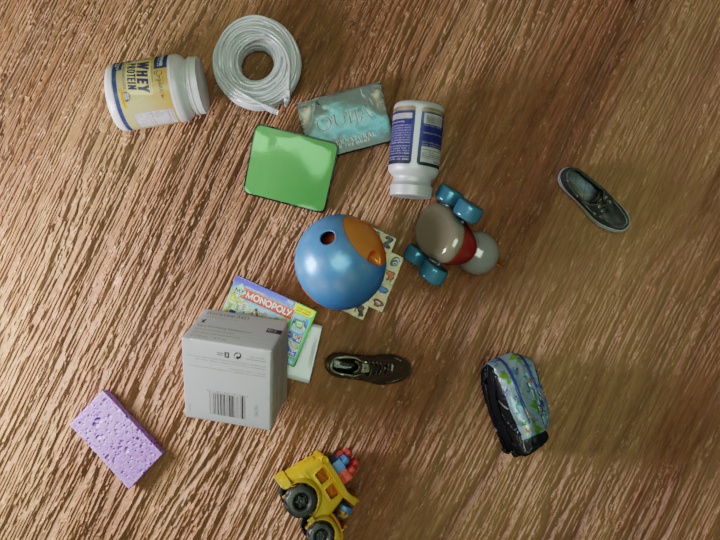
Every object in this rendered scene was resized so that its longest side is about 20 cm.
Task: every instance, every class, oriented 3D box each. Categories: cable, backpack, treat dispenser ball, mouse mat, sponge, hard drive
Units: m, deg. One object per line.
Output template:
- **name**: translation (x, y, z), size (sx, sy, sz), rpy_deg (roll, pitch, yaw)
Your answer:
- **cable**: translation (-0.229, -0.460, 1.610), size (0.197, 0.069, 0.203), rpy_deg (18, 90, 1)
- **backpack**: translation (0.336, 0.284, 1.578), size (0.152, 0.163, 0.202), rpy_deg (-32, 83, -8)
- **treat dispenser ball**: translation (-0.042, -0.018, 1.538), size (0.197, 0.201, 0.205), rpy_deg (0, 90, 0)
- **mouse mat**: translation (-0.158, -0.229, 1.623), size (0.197, 0.008, 0.164), rpy_deg (15, 102, 3)
- **sponge**: translation (-0.550, 0.382, 1.634), size (0.111, 0.030, 0.200), rpy_deg (-43, 90, 0)
- **hard drive**: translation (-0.196, 0.166, 1.633), size (0.197, 0.026, 0.134), rpy_deg (14, 90, 0)

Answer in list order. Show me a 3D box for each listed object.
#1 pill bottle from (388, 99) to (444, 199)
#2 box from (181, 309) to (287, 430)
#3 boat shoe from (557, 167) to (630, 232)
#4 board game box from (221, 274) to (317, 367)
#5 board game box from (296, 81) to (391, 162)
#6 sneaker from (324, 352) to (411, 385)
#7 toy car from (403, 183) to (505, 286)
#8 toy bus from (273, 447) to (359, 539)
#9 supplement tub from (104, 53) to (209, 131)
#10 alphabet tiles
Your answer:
- **pill bottle**: translation (0.120, -0.262, 1.585), size (0.114, 0.116, 0.204), rpy_deg (6, 90, 0)
- **box**: translation (-0.264, 0.210, 1.541), size (0.195, 0.131, 0.203), rpy_deg (7, 115, 7)
- **boat shoe**: translation (0.525, -0.157, 1.614), size (0.199, 0.057, 0.069), rpy_deg (39, 90, 0)
- **board game box**: translation (-0.211, 0.112, 1.606), size (0.197, 0.029, 0.136), rpy_deg (23, 91, 0)
- **board game box**: translation (-0.034, -0.335, 1.629), size (0.197, 0.028, 0.138), rpy_deg (-15, 91, 0)
- **sneaker**: translation (0.017, 0.223, 1.608), size (0.196, 0.076, 0.072), rpy_deg (2, 90, 1)
- **toy car**: translation (0.231, -0.055, 1.590), size (0.198, 0.177, 0.186), rpy_deg (22, 105, -28)
- **toy bus**: translation (-0.070, 0.496, 1.595), size (0.191, 0.136, 0.202), rpy_deg (-33, 92, -16)
- **supplement tub**: translation (-0.441, -0.390, 1.572), size (0.196, 0.144, 0.147), rpy_deg (-9, 90, 0)
- **alphabet tiles**: translation (0.000, 0.000, 1.642), size (0.164, 0.006, 0.203), rpy_deg (23, 90, 0)
